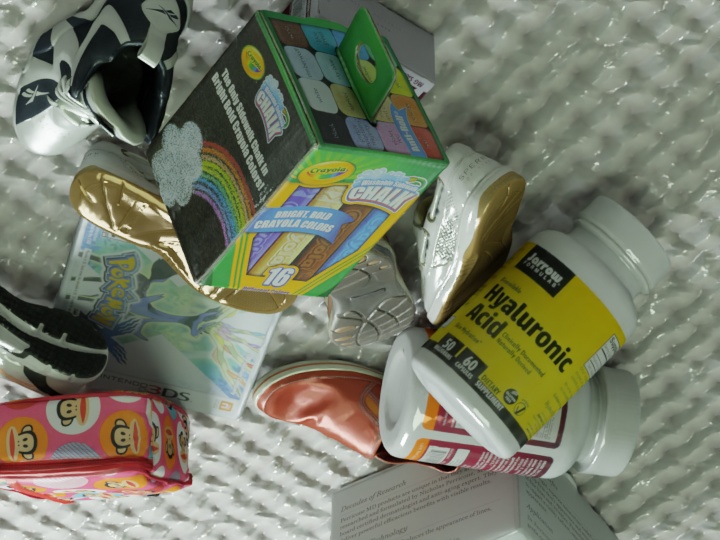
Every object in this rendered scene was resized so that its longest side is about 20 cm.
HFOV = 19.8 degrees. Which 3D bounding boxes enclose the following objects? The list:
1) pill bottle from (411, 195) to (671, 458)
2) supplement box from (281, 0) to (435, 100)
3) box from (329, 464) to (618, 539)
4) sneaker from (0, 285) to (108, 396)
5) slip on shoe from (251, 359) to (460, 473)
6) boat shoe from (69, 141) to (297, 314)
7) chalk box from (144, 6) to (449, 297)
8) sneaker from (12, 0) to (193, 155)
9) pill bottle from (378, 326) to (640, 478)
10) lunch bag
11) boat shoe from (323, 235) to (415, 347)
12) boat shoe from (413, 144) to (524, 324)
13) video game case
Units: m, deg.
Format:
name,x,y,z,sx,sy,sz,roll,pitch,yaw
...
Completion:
name,x,y,z,sx,sy,sz,roll,pitch,yaw
pill bottle,0.144,0.040,1.601,0.200,0.111,0.111,-45,125,-8
supplement box,-0.045,-0.118,1.541,0.109,0.061,0.200,28,128,-23
box,0.104,0.266,1.843,0.199,0.131,0.199,-25,128,23
sneaker,-0.307,0.047,1.681,0.199,0.074,0.080,33,143,-7
slip on shoe,0.004,0.127,1.765,0.199,0.061,0.074,15,133,-11
boat shoe,-0.130,-0.040,1.608,0.200,0.069,0.071,34,127,-19
chalk box,-0.033,-0.091,1.416,0.124,0.125,0.200,7,139,-42
sneaker,-0.194,-0.124,1.492,0.079,0.130,0.199,36,124,-27
pill bottle,0.123,0.113,1.713,0.199,0.110,0.110,9,132,-14
lunch bag,-0.241,0.148,1.721,0.175,0.082,0.200,-4,169,9
boat shoe,0.000,0.000,1.637,0.075,0.072,0.200,-13,155,-4
boat shoe,0.075,-0.032,1.610,0.069,0.071,0.200,43,149,17
video game case,-0.161,0.035,1.711,0.181,0.022,0.201,14,131,-11
